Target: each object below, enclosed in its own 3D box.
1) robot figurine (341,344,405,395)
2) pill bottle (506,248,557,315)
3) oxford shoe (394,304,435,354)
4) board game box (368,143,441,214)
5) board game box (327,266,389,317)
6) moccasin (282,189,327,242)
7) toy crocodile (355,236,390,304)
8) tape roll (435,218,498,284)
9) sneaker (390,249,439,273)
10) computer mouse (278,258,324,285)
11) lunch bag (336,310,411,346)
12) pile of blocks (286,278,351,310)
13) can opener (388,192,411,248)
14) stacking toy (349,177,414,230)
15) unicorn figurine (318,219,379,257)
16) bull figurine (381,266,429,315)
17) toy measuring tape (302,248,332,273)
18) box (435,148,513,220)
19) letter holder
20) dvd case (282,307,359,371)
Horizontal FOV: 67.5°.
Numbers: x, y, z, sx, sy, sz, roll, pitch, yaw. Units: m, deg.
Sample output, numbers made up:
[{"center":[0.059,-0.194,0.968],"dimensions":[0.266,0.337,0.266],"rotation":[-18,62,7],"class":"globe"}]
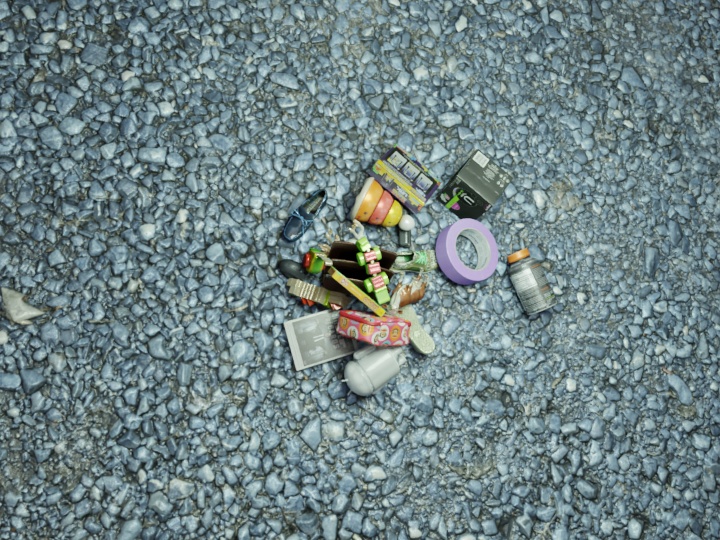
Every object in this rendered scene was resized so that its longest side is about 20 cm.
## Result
[{"center":[0.035,0.288,1.576],"dimensions":[0.199,0.113,0.171],"rotation":[-32,120,-16],"class":"robot figurine"},{"center":[0.543,0.032,1.730],"dimensions":[0.106,0.106,0.201],"rotation":[-21,83,-14],"class":"pill bottle"},{"center":[0.156,0.178,1.656],"dimensions":[0.075,0.058,0.201],"rotation":[-34,71,-9],"class":"oxford shoe"},{"center":[0.145,-0.294,1.712],"dimensions":[0.200,0.057,0.165],"rotation":[41,45,0],"class":"board game box"},{"center":[-0.006,0.064,1.518],"dimensions":[0.199,0.096,0.030],"rotation":[37,90,-13],"class":"board game box"},{"center":[-0.174,-0.178,1.657],"dimensions":[0.080,0.068,0.201],"rotation":[32,75,-3],"class":"moccasin"},{"center":[0.037,-0.001,1.535],"dimensions":[0.067,0.062,0.202],"rotation":[-18,96,-9],"class":"toy crocodile"},{"center":[0.338,-0.059,1.707],"dimensions":[0.198,0.066,0.202],"rotation":[7,74,-24],"class":"tape roll"},{"center":[0.172,-0.033,1.682],"dimensions":[0.198,0.089,0.078],"rotation":[-7,80,-13],"class":"sneaker"},{"center":[-0.155,0.018,1.638],"dimensions":[0.199,0.034,0.059],"rotation":[22,74,-6],"class":"computer mouse"},{"center":[0.032,0.163,1.562],"dimensions":[0.199,0.175,0.083],"rotation":[8,93,-44],"class":"lunch bag"},{"center":[-0.130,0.084,1.607],"dimensions":[0.198,0.082,0.063],"rotation":[17,75,9],"class":"pile of blocks"},{"center":[0.126,-0.172,1.731],"dimensions":[0.066,0.053,0.202],"rotation":[-5,78,21],"class":"can opener"},{"center":[0.079,-0.183,1.660],"dimensions":[0.199,0.146,0.147],"rotation":[27,75,-1],"class":"stacking toy"},{"center":[-0.017,-0.080,1.653],"dimensions":[0.198,0.138,0.074],"rotation":[-14,35,14],"class":"unicorn figurine"},{"center":[0.140,0.062,1.615],"dimensions":[0.065,0.199,0.122],"rotation":[31,115,24],"class":"bull figurine"},{"center":[-0.124,-0.016,1.576],"dimensions":[0.073,0.200,0.074],"rotation":[-5,105,-19],"class":"toy measuring tape"},{"center":[0.356,-0.259,1.706],"dimensions":[0.148,0.200,0.125],"rotation":[39,73,0],"class":"box"},{"center":[0.000,0.000,1.600],"dimensions":[0.198,0.142,0.101],"rotation":[11,58,-10],"class":"letter holder"},{"center":[-0.117,0.200,1.612],"dimensions":[0.198,0.025,0.152],"rotation":[-15,82,-13],"class":"dvd case"}]
